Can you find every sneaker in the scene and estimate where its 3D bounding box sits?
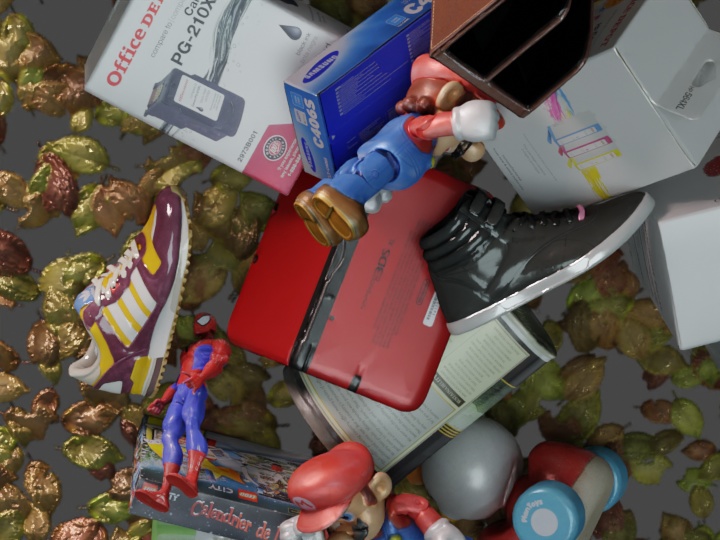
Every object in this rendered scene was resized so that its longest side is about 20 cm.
[{"bbox_3d":[-0.204,0.017,1.785,0.090,0.075,0.201,10,107,-10],"label":"sneaker"},{"bbox_3d":[0.137,-0.036,1.648,0.199,0.071,0.099,-30,98,9],"label":"sneaker"}]

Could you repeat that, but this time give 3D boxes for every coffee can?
[{"bbox_3d":[0.052,0.081,1.788,0.200,0.146,0.146,-40,108,10],"label":"coffee can"}]

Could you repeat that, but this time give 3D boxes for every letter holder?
[{"bbox_3d":[0.139,-0.249,1.591,0.100,0.201,0.142,31,131,-26],"label":"letter holder"}]

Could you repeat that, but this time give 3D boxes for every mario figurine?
[{"bbox_3d":[0.049,-0.088,1.618,0.200,0.123,0.106,-43,137,-18],"label":"mario figurine"},{"bbox_3d":[0.012,0.231,1.707,0.123,0.106,0.200,-46,124,10],"label":"mario figurine"}]

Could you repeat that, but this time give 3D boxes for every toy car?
[{"bbox_3d":[0.116,0.210,1.855,0.199,0.184,0.178,30,108,16],"label":"toy car"}]

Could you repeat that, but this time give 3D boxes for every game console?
[{"bbox_3d":[0.000,0.000,1.737,0.172,0.119,0.201,22,87,-8],"label":"game console"}]

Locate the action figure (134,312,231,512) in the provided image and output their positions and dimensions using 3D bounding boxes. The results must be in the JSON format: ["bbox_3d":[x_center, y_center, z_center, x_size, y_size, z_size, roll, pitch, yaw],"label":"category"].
[{"bbox_3d":[-0.152,0.114,1.767,0.052,0.201,0.065,37,131,-23],"label":"action figure"}]

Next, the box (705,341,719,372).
[{"bbox_3d":[0.423,0.071,1.787,0.198,0.200,0.131,-30,107,6],"label":"box"}]

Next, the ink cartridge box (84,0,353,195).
[{"bbox_3d":[-0.117,-0.178,1.715,0.199,0.084,0.145,27,104,-14],"label":"ink cartridge box"}]

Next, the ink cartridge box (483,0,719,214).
[{"bbox_3d":[0.212,-0.147,1.680,0.200,0.129,0.125,-21,114,44],"label":"ink cartridge box"}]

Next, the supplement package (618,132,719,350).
[{"bbox_3d":[0.301,-0.034,1.739,0.121,0.200,0.120,-14,111,0],"label":"supplement package"}]

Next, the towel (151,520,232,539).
[{"bbox_3d":[-0.102,0.287,1.912,0.199,0.031,0.150,5,108,-6],"label":"towel"}]

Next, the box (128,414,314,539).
[{"bbox_3d":[-0.107,0.197,1.823,0.199,0.137,0.038,15,108,-9],"label":"box"}]

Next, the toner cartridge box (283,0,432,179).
[{"bbox_3d":[0.026,-0.165,1.683,0.200,0.043,0.095,-39,135,-29],"label":"toner cartridge box"}]
